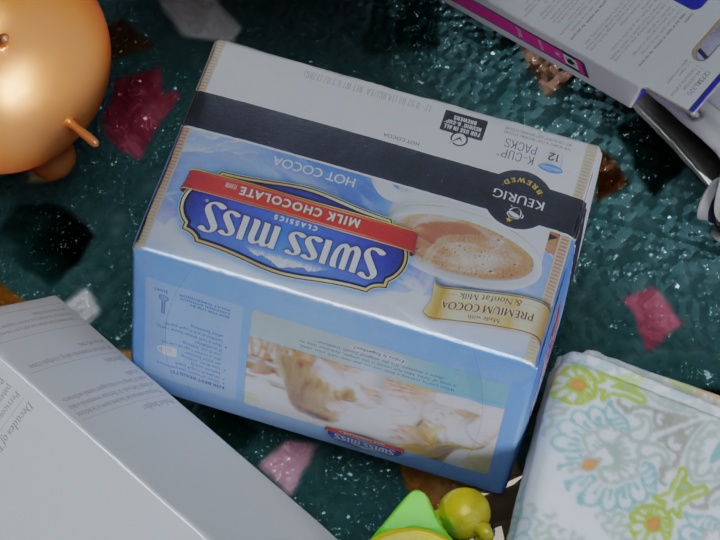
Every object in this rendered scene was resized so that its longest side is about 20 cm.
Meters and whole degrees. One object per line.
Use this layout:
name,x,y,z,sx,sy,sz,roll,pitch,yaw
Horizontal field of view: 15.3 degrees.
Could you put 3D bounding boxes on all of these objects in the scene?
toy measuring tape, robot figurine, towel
toy measuring tape,0.000,0.185,1.249,0.073,0.074,0.200,38,75,11
robot figurine,-0.199,-0.118,1.323,0.116,0.200,0.144,-6,114,-34
towel,0.150,0.146,1.265,0.171,0.048,0.201,19,61,-4

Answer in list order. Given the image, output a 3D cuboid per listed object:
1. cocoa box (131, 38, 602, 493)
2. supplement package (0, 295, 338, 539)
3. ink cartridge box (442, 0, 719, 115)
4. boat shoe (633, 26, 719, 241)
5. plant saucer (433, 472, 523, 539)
cocoa box,0.000,0.000,1.294,0.199,0.134,0.132,16,58,5
supplement package,-0.125,0.121,1.253,0.200,0.117,0.117,40,104,12
ink cartridge box,0.124,-0.149,1.375,0.200,0.037,0.095,33,73,33
boat shoe,0.201,-0.042,1.354,0.066,0.072,0.200,-32,73,-8
plant saucer,0.095,0.197,1.295,0.199,0.029,0.201,0,71,-1
